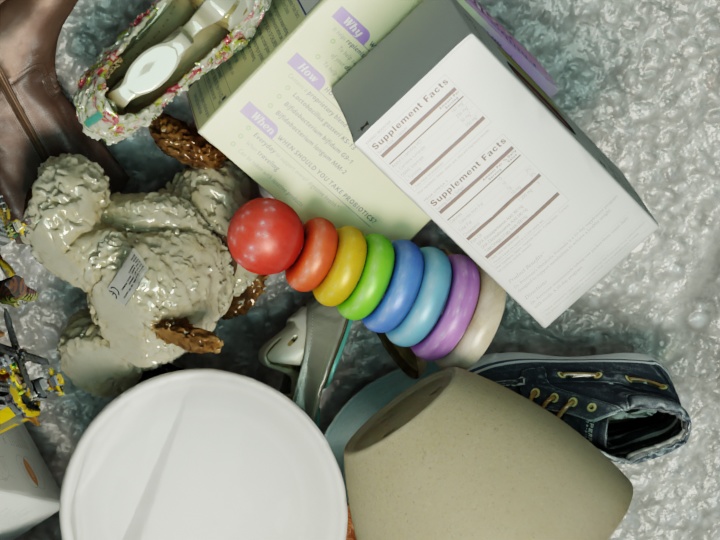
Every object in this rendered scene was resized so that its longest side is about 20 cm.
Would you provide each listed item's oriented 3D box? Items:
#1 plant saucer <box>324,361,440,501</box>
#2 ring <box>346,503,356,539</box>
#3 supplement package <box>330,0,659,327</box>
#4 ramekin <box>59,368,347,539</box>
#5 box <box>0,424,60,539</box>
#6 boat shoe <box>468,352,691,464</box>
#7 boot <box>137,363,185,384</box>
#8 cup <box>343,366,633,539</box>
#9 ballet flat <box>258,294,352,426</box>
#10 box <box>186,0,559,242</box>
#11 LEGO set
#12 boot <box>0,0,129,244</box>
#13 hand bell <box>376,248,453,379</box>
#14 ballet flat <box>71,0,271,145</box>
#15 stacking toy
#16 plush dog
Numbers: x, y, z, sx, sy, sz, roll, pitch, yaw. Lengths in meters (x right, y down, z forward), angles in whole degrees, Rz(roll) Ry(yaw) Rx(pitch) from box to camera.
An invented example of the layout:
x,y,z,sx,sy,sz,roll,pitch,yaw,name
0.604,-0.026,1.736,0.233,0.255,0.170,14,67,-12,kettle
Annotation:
x,y,z,sx,sy,sz,roll,pitch,yaw,name
0.058,0.155,1.741,0.201,0.039,0.201,-4,112,-9,plant saucer
-0.066,0.252,1.685,0.200,0.019,0.201,-22,144,-17,ring
0.091,-0.078,1.505,0.110,0.114,0.200,-43,115,10,supplement package
-0.116,0.172,1.554,0.202,0.094,0.203,1,83,-11,ramekin
-0.310,0.134,1.561,0.097,0.200,0.124,-33,74,5,box
0.150,0.107,1.667,0.200,0.091,0.071,-7,113,-7,boat shoe
-0.122,0.171,1.695,0.211,0.079,0.158,37,76,-46,boot
0.070,0.154,1.535,0.200,0.200,0.143,-36,98,5,cup
-0.053,0.088,1.641,0.064,0.067,0.200,15,89,-14,ballet flat
0.006,-0.130,1.583,0.176,0.097,0.200,41,101,-22,box
-0.253,0.014,1.492,0.116,0.154,0.200,-27,70,11,LEGO set
-0.205,-0.126,1.566,0.186,0.064,0.200,-26,115,7,boot
0.103,-0.009,1.671,0.200,0.104,0.104,-28,115,-13,hand bell
-0.120,-0.165,1.527,0.076,0.064,0.200,42,77,-12,ballet flat
0.000,0.000,1.543,0.200,0.085,0.085,24,106,-19,stacking toy
-0.129,-0.012,1.569,0.160,0.172,0.200,12,133,31,plush dog
